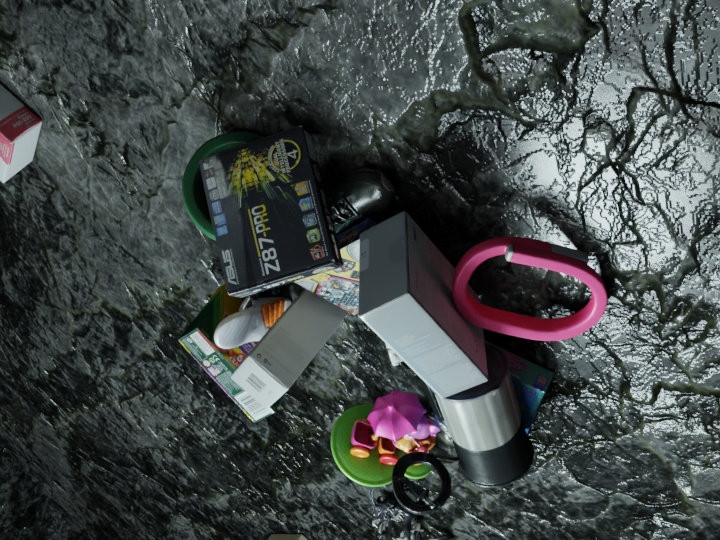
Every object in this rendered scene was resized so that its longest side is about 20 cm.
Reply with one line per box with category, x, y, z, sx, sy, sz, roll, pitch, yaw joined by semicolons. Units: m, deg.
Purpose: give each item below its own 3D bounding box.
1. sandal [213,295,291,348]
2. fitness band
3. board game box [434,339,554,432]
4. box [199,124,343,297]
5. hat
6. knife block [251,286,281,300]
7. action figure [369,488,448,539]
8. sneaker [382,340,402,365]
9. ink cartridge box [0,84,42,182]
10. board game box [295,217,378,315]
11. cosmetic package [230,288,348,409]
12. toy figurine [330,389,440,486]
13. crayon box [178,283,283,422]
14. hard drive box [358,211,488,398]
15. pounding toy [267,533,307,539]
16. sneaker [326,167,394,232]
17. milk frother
sandal;-0.190;0.078;1.340;0.059;0.206;0.079;25;105;25
fitness band;0.218;0.028;1.024;0.199;0.037;0.144;13;130;-5
board game box;0.204;0.199;1.248;0.152;0.045;0.200;26;141;17
box;-0.124;-0.080;1.094;0.161;0.049;0.201;-16;79;15
hat;-0.176;-0.113;1.235;0.200;0.165;0.176;56;178;14
knife block;-0.151;-0.006;1.250;0.200;0.064;0.176;38;152;55
action figure;0.085;0.540;1.643;0.200;0.102;0.119;35;154;2
sneaker;0.065;0.071;1.195;0.200;0.083;0.081;71;180;-61
ink cartridge box;-0.698;-0.283;1.460;0.200;0.085;0.146;41;142;-6
board game box;0.000;0.000;1.185;0.135;0.035;0.200;31;147;-26
cosmetic package;-0.110;0.113;1.289;0.085;0.200;0.108;41;145;-1
toy figurine;0.069;0.279;1.360;0.199;0.151;0.184;19;146;-11
crayon box;-0.203;0.136;1.404;0.058;0.173;0.200;-31;107;30
hard drive box;0.085;0.047;1.054;0.077;0.156;0.200;-26;127;24
pounding toy;-0.180;0.785;2.065;0.184;0.142;0.200;50;141;-15
sneaker;-0.030;-0.081;1.131;0.200;0.079;0.075;-23;112;47
milk frother;0.130;0.232;1.144;0.180;0.200;0.189;8;133;38
